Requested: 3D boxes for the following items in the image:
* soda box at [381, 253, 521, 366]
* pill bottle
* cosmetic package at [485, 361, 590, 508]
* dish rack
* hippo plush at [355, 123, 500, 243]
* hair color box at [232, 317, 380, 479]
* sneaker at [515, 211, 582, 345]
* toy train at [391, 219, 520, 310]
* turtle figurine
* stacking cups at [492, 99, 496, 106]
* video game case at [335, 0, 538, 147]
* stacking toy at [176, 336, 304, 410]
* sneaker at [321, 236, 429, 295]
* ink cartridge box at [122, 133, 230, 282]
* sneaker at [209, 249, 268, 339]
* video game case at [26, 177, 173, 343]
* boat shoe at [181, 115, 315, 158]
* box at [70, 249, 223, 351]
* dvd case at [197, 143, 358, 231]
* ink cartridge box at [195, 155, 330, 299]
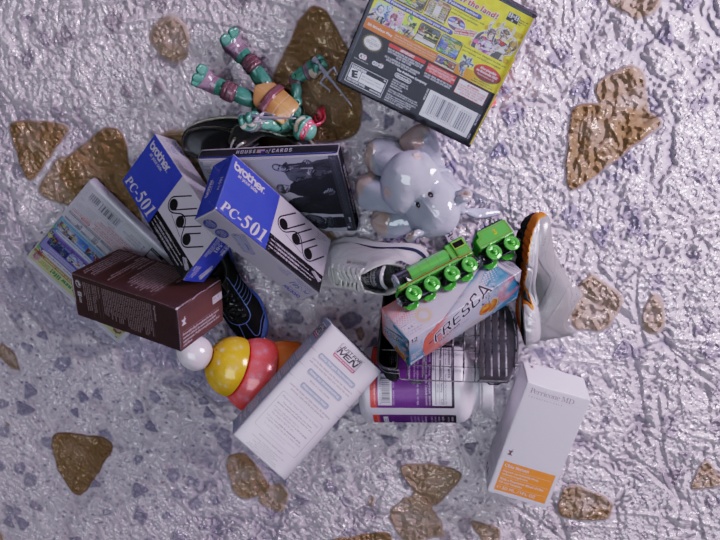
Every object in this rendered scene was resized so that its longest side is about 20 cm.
[{"bbox_3d":[0.126,0.045,0.990,0.198,0.068,0.064,-30,144,-18],"label":"soda box"},{"bbox_3d":[0.098,0.171,1.074,0.196,0.113,0.114,-1,109,7],"label":"pill bottle"},{"bbox_3d":[0.269,0.254,1.103,0.100,0.071,0.203,15,110,2],"label":"cosmetic package"},{"bbox_3d":[0.127,0.092,1.025,0.196,0.155,0.055,1,142,8],"label":"dish rack"},{"bbox_3d":[0.072,-0.087,0.960,0.159,0.161,0.201,-37,101,17],"label":"hippo plush"},{"bbox_3d":[-0.076,0.176,0.996,0.099,0.061,0.200,43,88,-11],"label":"hair color box"},{"bbox_3d":[0.272,0.010,1.023,0.090,0.076,0.203,-5,116,1],"label":"sneaker"},{"bbox_3d":[0.127,-0.010,0.961,0.198,0.042,0.057,-25,68,-16],"label":"toy train"},{"bbox_3d":[-0.120,-0.231,0.960,0.199,0.150,0.101,34,153,7],"label":"turtle figurine"},{"bbox_3d":[0.125,-0.306,0.938,0.060,0.061,0.202,-19,111,13],"label":"stacking cups"},{"bbox_3d":[0.093,-0.281,0.903,0.198,0.026,0.182,24,113,-6],"label":"video game case"},{"bbox_3d":[-0.177,0.142,1.051,0.198,0.147,0.147,28,113,-30],"label":"stacking toy"},{"bbox_3d":[0.000,0.000,1.032,0.197,0.081,0.077,-4,115,25],"label":"sneaker"},{"bbox_3d":[-0.257,-0.089,1.012,0.094,0.044,0.201,-46,64,20],"label":"ink cartridge box"},{"bbox_3d":[-0.205,0.033,1.083,0.069,0.078,0.202,-22,105,14],"label":"sneaker"},{"bbox_3d":[-0.397,-0.011,1.123,0.200,0.022,0.182,44,108,-10],"label":"video game case"},{"bbox_3d":[-0.162,-0.175,1.012,0.197,0.068,0.073,10,112,6],"label":"boat shoe"},{"bbox_3d":[-0.306,0.038,1.032,0.197,0.100,0.076,14,119,25],"label":"box"},{"bbox_3d":[-0.111,-0.111,1.003,0.196,0.025,0.151,0,142,12],"label":"dvd case"},{"bbox_3d":[-0.126,-0.054,0.968,0.044,0.095,0.200,-19,135,35],"label":"ink cartridge box"}]
